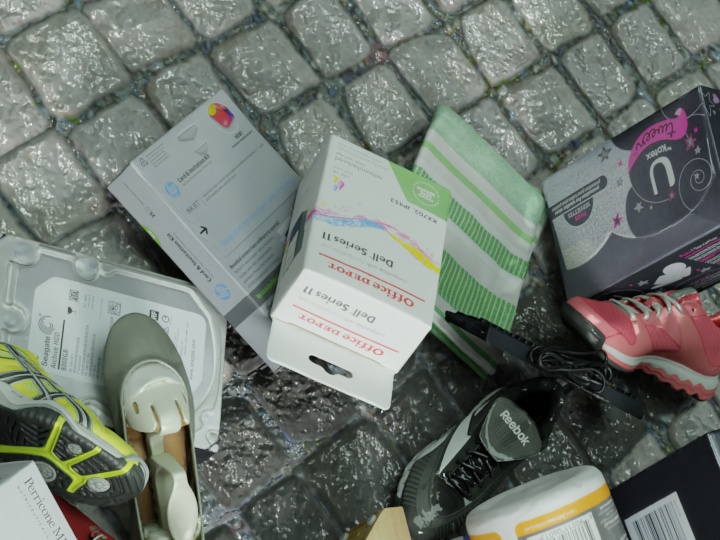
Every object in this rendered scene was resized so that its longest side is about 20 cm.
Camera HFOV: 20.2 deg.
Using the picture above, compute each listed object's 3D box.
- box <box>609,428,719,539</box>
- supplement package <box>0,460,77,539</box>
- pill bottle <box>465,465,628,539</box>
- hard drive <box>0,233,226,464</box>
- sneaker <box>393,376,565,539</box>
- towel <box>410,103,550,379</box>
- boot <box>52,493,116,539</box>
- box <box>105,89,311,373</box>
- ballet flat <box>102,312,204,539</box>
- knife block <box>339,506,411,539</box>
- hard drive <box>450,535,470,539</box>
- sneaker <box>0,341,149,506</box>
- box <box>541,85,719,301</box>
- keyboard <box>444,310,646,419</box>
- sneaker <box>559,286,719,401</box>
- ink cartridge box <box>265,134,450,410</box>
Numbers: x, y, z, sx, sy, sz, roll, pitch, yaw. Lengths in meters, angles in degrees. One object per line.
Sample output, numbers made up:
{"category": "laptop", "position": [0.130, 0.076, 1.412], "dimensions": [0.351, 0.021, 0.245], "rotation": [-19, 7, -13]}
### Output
{"category": "box", "position": [0.324, 0.202, 1.695], "dimensions": [0.199, 0.197, 0.118], "rotation": [-10, 71, -34]}
{"category": "supplement package", "position": [-0.244, 0.240, 1.325], "dimensions": [0.111, 0.155, 0.201], "rotation": [-38, 108, -37]}
{"category": "pill bottle", "position": [0.165, 0.262, 1.558], "dimensions": [0.116, 0.116, 0.201], "rotation": [-20, 89, -36]}
{"category": "hard drive", "position": [-0.199, 0.060, 1.548], "dimensions": [0.199, 0.038, 0.141], "rotation": [16, 60, -23]}
{"category": "sneaker", "position": [0.102, 0.147, 1.654], "dimensions": [0.067, 0.090, 0.200], "rotation": [49, 52, 0]}
{"category": "towel", "position": [0.093, -0.026, 1.756], "dimensions": [0.152, 0.023, 0.201], "rotation": [40, 52, -24]}
{"category": "boot", "position": [-0.172, 0.205, 1.427], "dimensions": [0.200, 0.144, 0.073], "rotation": [43, 54, -4]}
{"category": "box", "position": [-0.091, -0.035, 1.634], "dimensions": [0.200, 0.041, 0.156], "rotation": [48, 37, -4]}
{"category": "ballet flat", "position": [-0.145, 0.130, 1.492], "dimensions": [0.067, 0.064, 0.202], "rotation": [-8, 92, -26]}
{"category": "knife block", "position": [0.030, 0.309, 1.549], "dimensions": [0.175, 0.064, 0.201], "rotation": [39, 53, -10]}
{"category": "hard drive", "position": [0.101, 0.322, 1.555], "dimensions": [0.132, 0.025, 0.201], "rotation": [48, 35, -33]}
{"category": "sneaker", "position": [-0.233, 0.094, 1.434], "dimensions": [0.199, 0.076, 0.077], "rotation": [32, 41, -4]}
{"category": "box", "position": [0.272, -0.057, 1.776], "dimensions": [0.114, 0.199, 0.133], "rotation": [8, 62, -41]}
{"category": "keyboard", "position": [0.170, 0.072, 1.701], "dimensions": [0.199, 0.104, 0.040], "rotation": [26, 91, -35]}
{"category": "sneaker", "position": [0.255, 0.045, 1.775], "dimensions": [0.199, 0.087, 0.074], "rotation": [21, 15, -39]}
{"category": "ink cartridge box", "position": [0.000, 0.000, 1.594], "dimensions": [0.116, 0.067, 0.201], "rotation": [24, 44, -14]}
